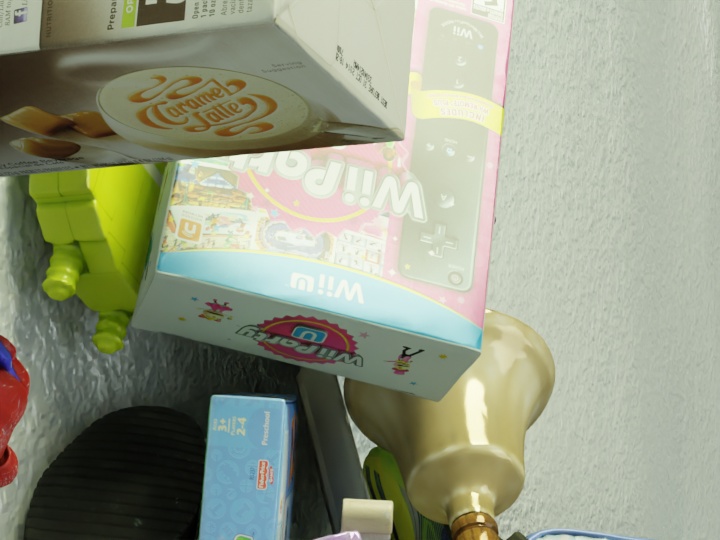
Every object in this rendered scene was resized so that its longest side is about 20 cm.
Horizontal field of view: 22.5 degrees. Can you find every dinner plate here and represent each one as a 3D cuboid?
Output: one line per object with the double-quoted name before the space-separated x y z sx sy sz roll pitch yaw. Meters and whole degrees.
"dinner plate" -0.009 0.119 0.980 0.200 0.024 0.201 167 -90 -86

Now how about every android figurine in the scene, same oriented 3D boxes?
"android figurine" -0.102 -0.060 0.842 0.182 0.041 0.201 55 40 -52

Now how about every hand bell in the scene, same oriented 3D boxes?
"hand bell" 0.052 0.123 0.806 0.201 0.104 0.104 -97 166 -46

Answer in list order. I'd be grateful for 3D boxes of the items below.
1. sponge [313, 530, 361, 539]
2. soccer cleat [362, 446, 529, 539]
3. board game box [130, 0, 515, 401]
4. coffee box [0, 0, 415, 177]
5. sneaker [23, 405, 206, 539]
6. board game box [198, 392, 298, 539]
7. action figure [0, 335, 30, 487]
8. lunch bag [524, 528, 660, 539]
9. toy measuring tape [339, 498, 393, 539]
"sponge" -0.025 0.209 0.694 0.030 0.111 0.201 113 -39 -67
"soccer cleat" 0.035 0.149 0.933 0.064 0.200 0.084 23 99 -23
"board game box" -0.012 -0.057 0.819 0.064 0.147 0.201 126 -25 -60
"coffee box" -0.092 -0.094 0.670 0.114 0.199 0.080 38 53 -60
"sneaker" -0.112 0.154 0.785 0.089 0.074 0.201 89 12 -52
"board game box" -0.053 0.133 0.839 0.200 0.036 0.152 84 10 -86
"action figure" -0.170 0.021 0.675 0.200 0.051 0.066 70 35 -45
"lunch bag" 0.163 0.216 0.930 0.083 0.199 0.161 110 -13 -49
"toy measuring tape" -0.003 0.146 0.835 0.201 0.073 0.074 95 12 -48
